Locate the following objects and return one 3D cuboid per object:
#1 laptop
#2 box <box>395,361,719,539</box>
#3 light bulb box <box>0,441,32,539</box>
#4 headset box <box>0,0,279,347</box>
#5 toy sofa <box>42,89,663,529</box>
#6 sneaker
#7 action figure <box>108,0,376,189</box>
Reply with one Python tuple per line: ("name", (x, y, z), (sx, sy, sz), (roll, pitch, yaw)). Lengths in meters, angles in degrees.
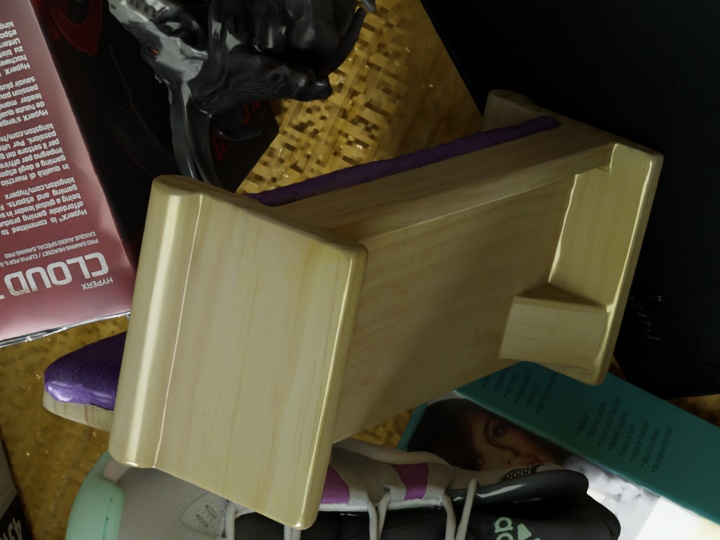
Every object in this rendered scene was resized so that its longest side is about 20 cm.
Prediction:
("laptop", (0.145, -0.072, 0.878), (0.200, 0.116, 0.187), (-31, 105, -2))
("box", (0.105, 0.096, 0.942), (0.200, 0.049, 0.082), (26, 126, 2))
("light bulb box", (-0.231, 0.107, 1.003), (0.198, 0.125, 0.200), (-8, 111, 18))
("headset box", (-0.101, -0.079, 0.868), (0.075, 0.149, 0.200), (-13, 109, 20))
("toy sofa", (0.000, 0.000, 0.826), (0.097, 0.200, 0.083), (22, 111, 26))
("sneaker", (0.017, 0.082, 0.816), (0.140, 0.200, 0.078), (3, 92, 32))
("action figure", (-0.029, -0.122, 0.824), (0.102, 0.119, 0.200), (26, 92, -15))
